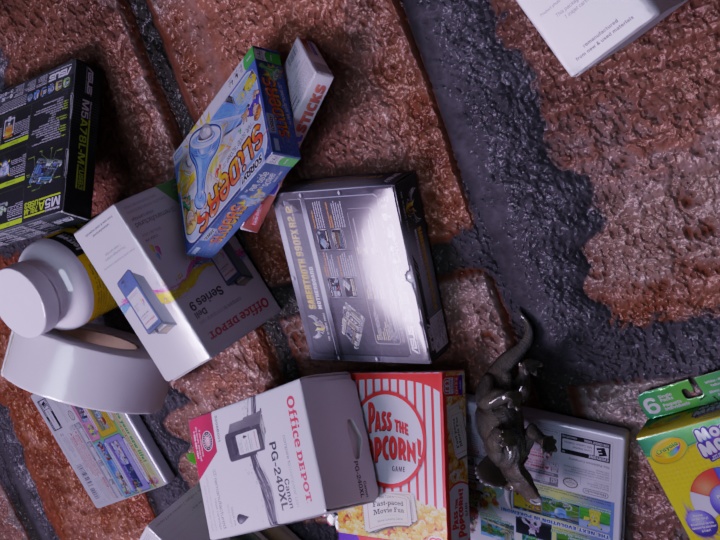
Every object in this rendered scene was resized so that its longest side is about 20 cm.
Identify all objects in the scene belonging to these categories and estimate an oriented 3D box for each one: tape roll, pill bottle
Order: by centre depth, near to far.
[{"bbox_3d":[-0.330,0.002,1.164,0.112,0.200,0.112,13,118,27],"label":"pill bottle"},{"bbox_3d":[-0.334,0.115,1.212,0.202,0.202,0.071,17,93,26],"label":"tape roll"}]

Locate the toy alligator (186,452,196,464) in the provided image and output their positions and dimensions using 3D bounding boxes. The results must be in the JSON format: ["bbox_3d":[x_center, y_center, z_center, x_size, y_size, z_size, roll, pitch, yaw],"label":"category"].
[{"bbox_3d":[-0.135,0.234,1.241,0.200,0.059,0.054,4,73,31],"label":"toy alligator"}]

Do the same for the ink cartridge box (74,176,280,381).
[{"bbox_3d":[-0.204,0.005,1.119,0.087,0.145,0.200,-28,94,36],"label":"ink cartridge box"}]

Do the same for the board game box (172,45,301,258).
[{"bbox_3d":[-0.136,-0.120,1.034,0.200,0.034,0.135,-43,51,43],"label":"board game box"}]

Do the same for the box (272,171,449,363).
[{"bbox_3d":[0.000,0.000,1.048,0.158,0.048,0.200,-2,110,34],"label":"box"}]

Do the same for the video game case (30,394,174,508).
[{"bbox_3d":[-0.375,0.238,1.414,0.182,0.022,0.200,-26,95,38],"label":"video game case"}]

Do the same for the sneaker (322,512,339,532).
[{"bbox_3d":[-0.027,0.234,1.152,0.200,0.081,0.075,45,126,8],"label":"sneaker"}]

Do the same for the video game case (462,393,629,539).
[{"bbox_3d":[0.185,0.230,1.052,0.200,0.022,0.182,9,115,28],"label":"video game case"}]

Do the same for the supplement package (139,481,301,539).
[{"bbox_3d":[-0.181,0.399,1.279,0.200,0.152,0.151,39,126,12],"label":"supplement package"}]

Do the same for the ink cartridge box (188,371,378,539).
[{"bbox_3d":[-0.090,0.209,1.093,0.200,0.083,0.145,-25,71,39],"label":"ink cartridge box"}]

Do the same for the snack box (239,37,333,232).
[{"bbox_3d":[-0.088,-0.139,1.023,0.200,0.024,0.072,-60,37,30],"label":"snack box"}]

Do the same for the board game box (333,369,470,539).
[{"bbox_3d":[0.044,0.209,1.063,0.151,0.046,0.200,-6,84,40],"label":"board game box"}]

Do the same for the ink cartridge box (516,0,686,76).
[{"bbox_3d":[0.162,-0.267,0.761,0.084,0.145,0.200,-36,89,40],"label":"ink cartridge box"}]

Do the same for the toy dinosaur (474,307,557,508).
[{"bbox_3d":[0.143,0.141,0.979,0.102,0.077,0.200,152,112,-64],"label":"toy dinosaur"}]

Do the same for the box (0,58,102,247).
[{"bbox_3d":[-0.396,-0.137,1.183,0.200,0.048,0.193,-12,73,35],"label":"box"}]

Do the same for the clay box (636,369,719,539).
[{"bbox_3d":[0.346,0.196,0.916,0.115,0.048,0.200,-26,96,37],"label":"clay box"}]
